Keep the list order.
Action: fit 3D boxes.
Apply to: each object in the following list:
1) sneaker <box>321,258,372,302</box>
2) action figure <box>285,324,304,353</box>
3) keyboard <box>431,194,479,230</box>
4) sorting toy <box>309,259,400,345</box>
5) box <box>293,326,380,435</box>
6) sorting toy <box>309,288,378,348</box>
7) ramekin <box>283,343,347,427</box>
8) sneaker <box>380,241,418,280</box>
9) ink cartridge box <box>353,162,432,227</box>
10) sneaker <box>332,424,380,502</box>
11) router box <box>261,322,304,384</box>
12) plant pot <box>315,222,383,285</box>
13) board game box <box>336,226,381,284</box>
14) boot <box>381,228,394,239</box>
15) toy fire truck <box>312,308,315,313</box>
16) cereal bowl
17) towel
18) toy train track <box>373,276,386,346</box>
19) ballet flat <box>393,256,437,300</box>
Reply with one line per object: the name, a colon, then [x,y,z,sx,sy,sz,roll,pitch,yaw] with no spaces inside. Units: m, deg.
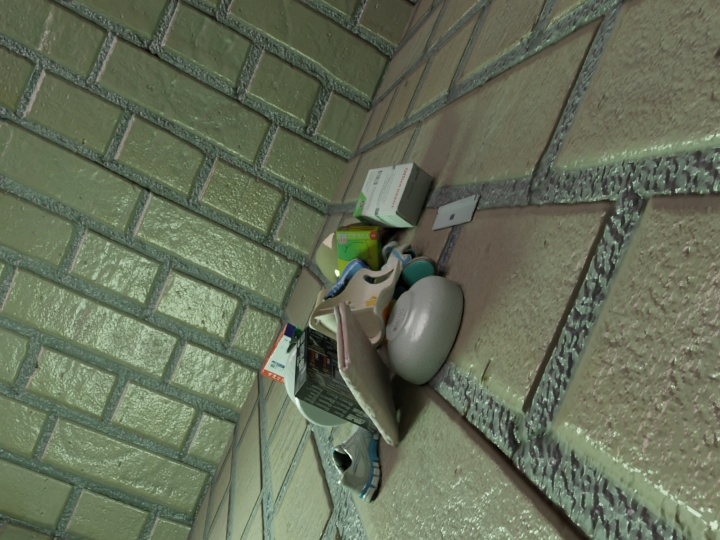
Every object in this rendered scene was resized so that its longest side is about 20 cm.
sneaker: [-0.040,0.064,1.272,0.203,0.077,0.089,-57,-1,19]
action figure: [-0.081,0.214,1.307,0.119,0.195,0.055,116,180,-49]
keyboard: [0.199,-0.120,1.168,0.200,0.010,0.058,174,114,-76]
sorting toy: [0.016,0.057,1.150,0.196,0.107,0.183,-14,42,43]
box: [-0.035,0.215,1.084,0.050,0.196,0.159,-52,22,24]
sorting toy: [-0.035,0.113,1.377,0.189,0.193,0.037,-78,-21,-44]
ramekin: [-0.068,0.243,1.219,0.205,0.196,0.098,-64,20,4]
sneaker: [0.098,-0.025,1.299,0.080,0.077,0.201,-35,16,14]
ink cartridge box: [0.084,-0.197,1.479,0.198,0.083,0.150,6,72,55]
sneaker: [-0.013,0.341,1.049,0.077,0.085,0.201,-63,12,17]
router box: [-0.157,0.259,1.540,0.181,0.195,0.050,-56,14,36]
plant pot: [-0.012,-0.013,1.521,0.202,0.195,0.137,-55,51,39]
board game box: [0.000,0.000,1.317,0.048,0.098,0.207,-57,-35,-69]
boot: [0.074,-0.170,1.646,0.201,0.062,0.192,127,150,-56]
toy fire truck: [-0.127,0.231,1.688,0.176,0.124,0.207,-157,80,-77]
cereal bowl: [0.103,0.098,1.007,0.203,0.081,0.202,-60,14,25]
towel: [0.009,0.184,0.999,0.032,0.203,0.193,-25,31,10]
toy train track: [0.015,0.103,1.275,0.033,0.111,0.205,-93,23,-74]
ballet flat: [0.112,0.021,1.160,0.067,0.068,0.200,-39,-7,-42]
